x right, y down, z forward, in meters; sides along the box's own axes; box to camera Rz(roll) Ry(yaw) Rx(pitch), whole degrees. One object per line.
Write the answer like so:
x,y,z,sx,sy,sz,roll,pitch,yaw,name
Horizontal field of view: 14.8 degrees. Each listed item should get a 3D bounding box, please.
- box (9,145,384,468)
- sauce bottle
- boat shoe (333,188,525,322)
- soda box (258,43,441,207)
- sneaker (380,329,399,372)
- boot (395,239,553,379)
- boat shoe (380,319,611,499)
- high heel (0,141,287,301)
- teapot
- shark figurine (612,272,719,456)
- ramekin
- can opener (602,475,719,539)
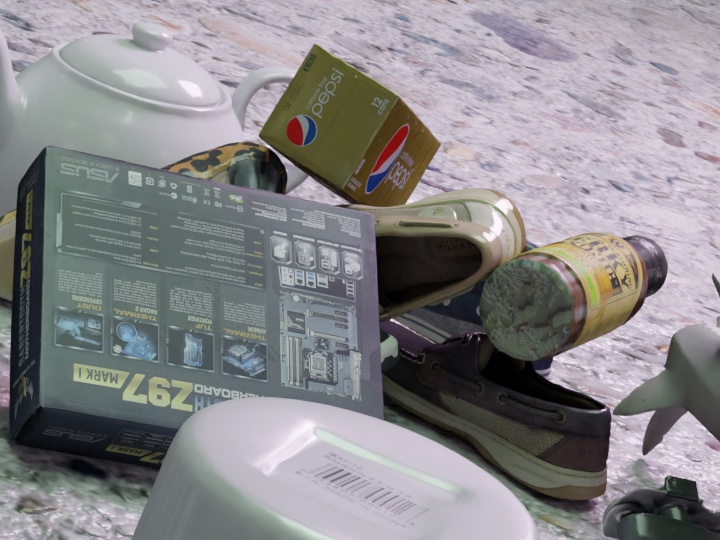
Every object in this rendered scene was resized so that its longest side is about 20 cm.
-0.086,0.029,1.484,0.199,0.051,0.158,10,58,-23,box
0.135,0.010,1.679,0.064,0.065,0.200,24,17,19,sauce bottle
0.000,0.000,1.662,0.199,0.072,0.065,-12,14,27,boat shoe
-0.003,-0.081,1.733,0.064,0.068,0.200,32,0,10,soda box
-0.056,0.026,1.576,0.199,0.083,0.072,1,-12,-45,sneaker
0.052,0.000,1.801,0.199,0.091,0.073,27,19,28,boot
0.075,0.068,1.653,0.072,0.065,0.200,1,24,-45,boat shoe
-0.143,-0.031,1.666,0.199,0.072,0.143,-6,22,6,high heel
-0.146,-0.087,1.771,0.197,0.147,0.200,23,16,14,teapot
0.187,0.069,1.611,0.089,0.129,0.214,-27,8,-3,shark figurine
-0.012,0.138,1.279,0.199,0.098,0.201,16,17,-5,ramekin
0.228,0.160,1.571,0.199,0.053,0.067,11,52,-20,can opener
